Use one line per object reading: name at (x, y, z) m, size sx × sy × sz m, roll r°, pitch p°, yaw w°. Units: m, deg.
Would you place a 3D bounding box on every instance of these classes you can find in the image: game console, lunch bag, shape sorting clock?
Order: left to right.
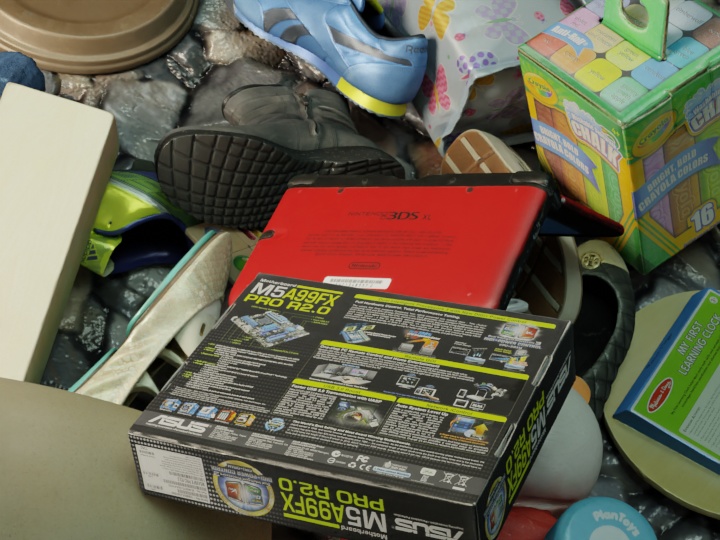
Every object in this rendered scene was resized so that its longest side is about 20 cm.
game console at (0.045, -0.001, 1.013) m, size 0.199 × 0.119 × 0.173 m, roll 1°, pitch 50°, yaw 35°
lunch bag at (0.126, -0.200, 1.250) m, size 0.199 × 0.127 × 0.170 m, roll -10°, pitch 58°, yaw -27°
shape sorting clock at (0.267, 0.094, 1.107) m, size 0.198 × 0.039 × 0.201 m, roll 4°, pitch 52°, yaw -5°

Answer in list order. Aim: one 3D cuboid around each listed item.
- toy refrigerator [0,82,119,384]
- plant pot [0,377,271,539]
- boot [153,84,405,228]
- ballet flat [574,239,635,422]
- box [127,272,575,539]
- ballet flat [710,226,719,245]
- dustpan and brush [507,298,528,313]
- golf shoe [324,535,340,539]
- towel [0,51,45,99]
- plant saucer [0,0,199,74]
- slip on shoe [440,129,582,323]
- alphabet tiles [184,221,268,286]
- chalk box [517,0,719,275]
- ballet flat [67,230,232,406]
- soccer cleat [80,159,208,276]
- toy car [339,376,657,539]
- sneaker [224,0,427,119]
toy refrigerator at (-0.223, -0.011, 1.013) m, size 0.075 × 0.070 × 0.201 m, roll 16°, pitch 74°, yaw -1°
plant pot at (-0.159, 0.151, 0.892) m, size 0.199 × 0.188 × 0.188 m, roll 4°, pitch 50°, yaw -29°
boot at (-0.076, -0.091, 1.131) m, size 0.199 × 0.070 × 0.132 m, roll 6°, pitch 29°, yaw -35°
ballet flat at (0.153, 0.050, 1.097) m, size 0.066 × 0.057 × 0.201 m, roll 0°, pitch 47°, yaw 23°
box at (-0.001, 0.073, 0.844) m, size 0.198 × 0.045 × 0.160 m, roll 8°, pitch 35°, yaw 22°
ballet flat at (0.322, -0.019, 1.206) m, size 0.063 × 0.069 × 0.200 m, roll -41°, pitch 65°, yaw -5°
dustpan and brush at (0.007, 0.052, 0.955) m, size 0.198 × 0.058 × 0.140 m, roll -5°, pitch 21°, yaw -10°
golf shoe at (0.029, 0.111, 1.029) m, size 0.199 × 0.077 × 0.089 m, roll -24°, pitch 96°, yaw -41°
towel at (-0.308, -0.080, 1.060) m, size 0.200 × 0.111 × 0.049 m, roll -45°, pitch 107°, yaw -36°
plant saucer at (-0.228, -0.239, 1.256) m, size 0.198 × 0.030 × 0.201 m, roll 7°, pitch 51°, yaw -9°
slip on shoe at (0.120, -0.024, 1.137) m, size 0.060 × 0.076 × 0.201 m, roll 24°, pitch 26°, yaw -38°
alphabet tiles at (0.000, 0.000, 1.104) m, size 0.199 × 0.008 × 0.167 m, roll -20°, pitch 55°, yaw -43°
chalk box at (0.202, -0.124, 1.127) m, size 0.123 × 0.201 × 0.124 m, roll -33°, pitch 46°, yaw -13°
ballet flat at (-0.135, 0.063, 1.010) m, size 0.062 × 0.067 × 0.200 m, roll 39°, pitch 74°, yaw 5°
soccer cleat at (-0.202, -0.035, 1.080) m, size 0.198 × 0.065 × 0.084 m, roll 1°, pitch 55°, yaw -13°
toy car at (0.078, 0.126, 0.932) m, size 0.175 × 0.185 × 0.201 m, roll 10°, pitch 57°, yaw -5°
sneaker at (-0.025, -0.199, 1.223) m, size 0.200 × 0.079 × 0.066 m, roll 37°, pitch 30°, yaw 27°
